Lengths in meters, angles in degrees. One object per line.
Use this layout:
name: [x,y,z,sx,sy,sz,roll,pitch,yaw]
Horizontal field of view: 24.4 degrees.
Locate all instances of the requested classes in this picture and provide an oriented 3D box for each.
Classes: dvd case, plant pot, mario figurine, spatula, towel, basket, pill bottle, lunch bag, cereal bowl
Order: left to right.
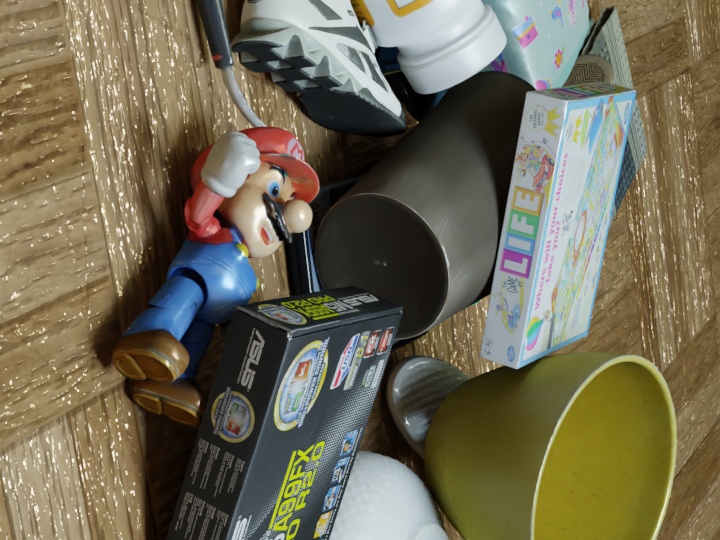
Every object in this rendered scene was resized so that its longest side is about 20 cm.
spatula: [-0.083,-0.125,1.126,0.020,0.056,0.202,-30,109,-38]
mario figurine: [-0.075,-0.006,1.049,0.105,0.123,0.201,28,61,-9]
dvd case: [0.000,0.000,1.299,0.200,0.017,0.144,-22,107,-62]
cereal bowl: [0.017,0.236,1.246,0.200,0.082,0.203,9,80,-63]
pill bottle: [0.029,-0.238,1.233,0.201,0.110,0.111,59,37,-21]
basket: [0.061,-0.039,1.264,0.200,0.135,0.182,-36,138,-54]
lunch bag: [0.132,-0.257,1.466,0.200,0.121,0.172,-54,132,-42]
plant pot: [0.134,0.150,1.289,0.199,0.141,0.202,-17,113,-46]
towel: [0.259,-0.162,1.812,0.193,0.034,0.201,-56,138,-45]

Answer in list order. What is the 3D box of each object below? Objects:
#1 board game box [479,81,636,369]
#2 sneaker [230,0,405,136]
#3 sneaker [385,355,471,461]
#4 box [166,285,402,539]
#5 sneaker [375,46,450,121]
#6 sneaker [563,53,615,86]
board game box: [0.150,-0.038,1.258,0.134,0.034,0.202,-16,119,-58]
sneaker: [-0.018,-0.163,1.217,0.200,0.073,0.089,38,57,-57]
sneaker: [0.084,0.140,1.400,0.200,0.079,0.079,42,77,-25]
box: [-0.052,0.115,1.082,0.160,0.044,0.202,-8,119,-64]
sneaker: [0.032,-0.210,1.327,0.201,0.065,0.079,66,35,-36]
sneaker: [0.175,-0.102,1.529,0.201,0.071,0.112,-55,155,8]
